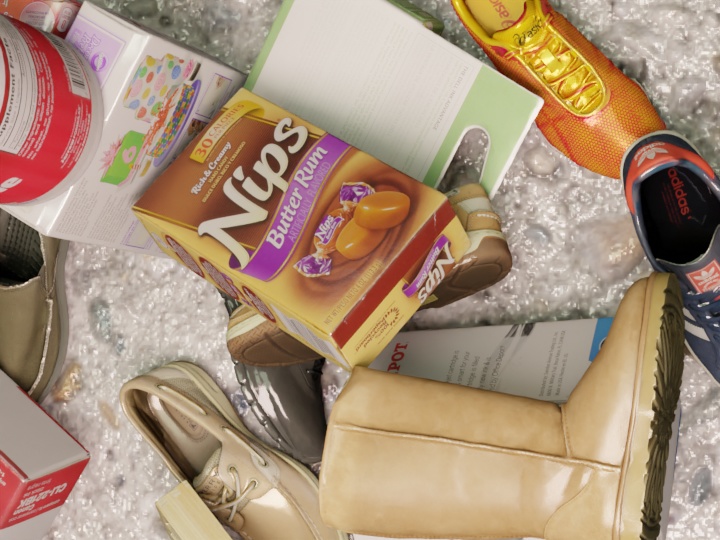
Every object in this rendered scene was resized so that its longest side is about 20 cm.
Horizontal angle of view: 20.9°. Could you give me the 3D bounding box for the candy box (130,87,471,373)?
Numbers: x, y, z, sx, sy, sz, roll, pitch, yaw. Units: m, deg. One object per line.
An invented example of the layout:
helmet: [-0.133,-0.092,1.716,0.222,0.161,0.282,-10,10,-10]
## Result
candy box: [-0.041,-0.029,1.256,0.199,0.057,0.117,29,72,39]

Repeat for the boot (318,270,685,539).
boot: [0.082,0.077,1.149,0.198,0.066,0.177,6,76,22]

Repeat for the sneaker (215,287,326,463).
sneaker: [-0.050,0.033,1.352,0.090,0.076,0.202,-18,85,6]

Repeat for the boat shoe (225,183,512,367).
boat shoe: [0.000,0.000,1.293,0.198,0.072,0.077,-20,65,8]

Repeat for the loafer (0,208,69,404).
loafer: [-0.252,0.010,1.406,0.075,0.070,0.202,12,105,19]

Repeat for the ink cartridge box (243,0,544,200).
ink cartridge box: [0.018,-0.106,1.335,0.199,0.048,0.146,33,108,16]

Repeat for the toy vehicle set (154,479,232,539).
toy vehicle set: [-0.064,0.237,1.315,0.026,0.124,0.200,-37,75,-12]

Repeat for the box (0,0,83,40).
box: [-0.218,-0.140,1.347,0.094,0.200,0.103,24,95,16]

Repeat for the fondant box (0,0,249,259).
fondant box: [-0.154,-0.090,1.323,0.058,0.200,0.145,30,96,17]

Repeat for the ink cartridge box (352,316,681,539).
ink cartridge box: [0.097,0.106,1.251,0.198,0.147,0.086,-5,124,19]

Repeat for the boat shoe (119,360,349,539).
boat shoe: [-0.090,0.145,1.352,0.200,0.065,0.072,47,117,17]

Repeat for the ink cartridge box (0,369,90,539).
ink cartridge box: [-0.306,0.169,1.396,0.144,0.084,0.201,40,114,16]

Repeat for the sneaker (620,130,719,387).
sneaker: [0.223,0.008,1.238,0.075,0.085,0.201,-31,94,11]

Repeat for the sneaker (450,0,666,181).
sneaker: [0.124,-0.134,1.299,0.200,0.077,0.073,46,99,14]

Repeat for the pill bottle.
pill bottle: [-0.239,-0.102,1.141,0.111,0.200,0.113,-1,85,18]
